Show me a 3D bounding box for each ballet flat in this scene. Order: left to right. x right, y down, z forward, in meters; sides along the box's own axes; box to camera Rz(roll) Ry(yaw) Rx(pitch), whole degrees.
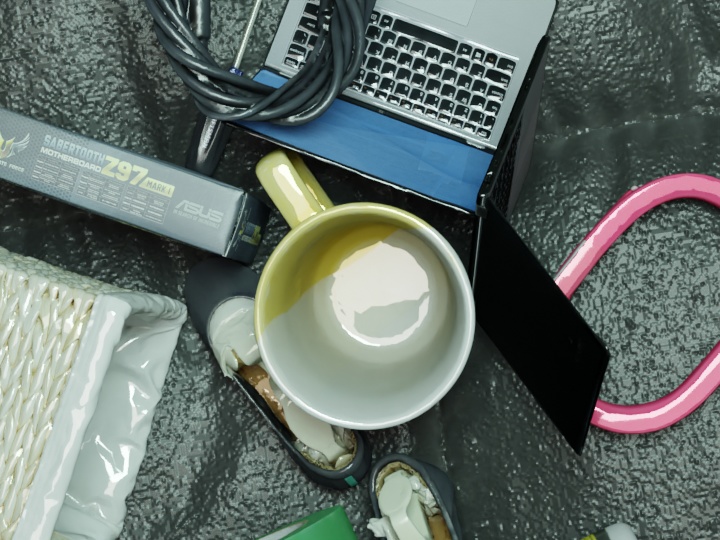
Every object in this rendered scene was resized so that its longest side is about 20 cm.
[{"bbox_3d":[-0.060,0.073,1.474,0.073,0.073,0.201,-36,87,2],"label":"ballet flat"},{"bbox_3d":[0.043,0.201,1.401,0.072,0.201,0.074,-6,130,-7],"label":"ballet flat"}]

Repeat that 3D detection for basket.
[{"bbox_3d":[-0.238,0.092,1.423,0.160,0.198,0.202,17,91,8],"label":"basket"}]

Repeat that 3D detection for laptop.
[{"bbox_3d":[0.025,-0.149,1.426,0.186,0.116,0.201,20,79,3],"label":"laptop"},{"bbox_3d":[0.135,-0.014,1.370,0.115,0.188,0.201,19,67,8],"label":"laptop"}]

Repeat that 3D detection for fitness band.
[{"bbox_3d":[0.216,0.024,1.476,0.143,0.037,0.200,41,92,1],"label":"fitness band"}]

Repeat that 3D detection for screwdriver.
[{"bbox_3d":[-0.084,-0.163,1.498,0.029,0.028,0.201,26,94,33],"label":"screwdriver"}]

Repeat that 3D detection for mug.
[{"bbox_3d":[0.008,0.005,1.421,0.148,0.153,0.188,-2,96,6],"label":"mug"}]

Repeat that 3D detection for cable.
[{"bbox_3d":[-0.068,-0.186,1.358,0.163,0.051,0.201,32,58,-19],"label":"cable"}]

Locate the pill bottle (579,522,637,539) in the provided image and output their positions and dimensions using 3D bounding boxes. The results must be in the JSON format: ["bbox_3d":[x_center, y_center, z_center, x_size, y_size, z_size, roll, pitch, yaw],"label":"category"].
[{"bbox_3d":[0.123,0.269,1.436,0.199,0.112,0.113,-26,87,3],"label":"pill bottle"}]

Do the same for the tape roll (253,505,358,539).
[{"bbox_3d":[-0.093,0.226,1.406,0.199,0.200,0.048,-25,88,3],"label":"tape roll"}]

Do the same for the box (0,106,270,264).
[{"bbox_3d":[-0.169,-0.060,1.439,0.198,0.158,0.051,19,90,4],"label":"box"}]
